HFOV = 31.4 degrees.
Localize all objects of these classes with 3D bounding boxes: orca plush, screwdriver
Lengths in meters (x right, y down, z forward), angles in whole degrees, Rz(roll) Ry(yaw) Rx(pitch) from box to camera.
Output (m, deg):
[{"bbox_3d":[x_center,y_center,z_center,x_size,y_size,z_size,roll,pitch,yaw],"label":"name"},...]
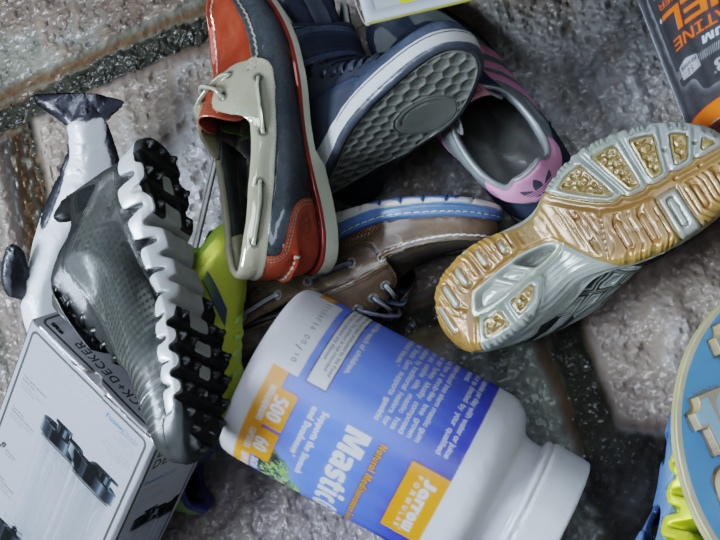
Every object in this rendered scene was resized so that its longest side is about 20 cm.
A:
[{"bbox_3d":[-0.210,-0.022,0.892,0.071,0.105,0.200,7,106,56],"label":"orca plush"},{"bbox_3d":[-0.099,-0.081,0.899,0.028,0.029,0.200,8,84,19],"label":"screwdriver"}]

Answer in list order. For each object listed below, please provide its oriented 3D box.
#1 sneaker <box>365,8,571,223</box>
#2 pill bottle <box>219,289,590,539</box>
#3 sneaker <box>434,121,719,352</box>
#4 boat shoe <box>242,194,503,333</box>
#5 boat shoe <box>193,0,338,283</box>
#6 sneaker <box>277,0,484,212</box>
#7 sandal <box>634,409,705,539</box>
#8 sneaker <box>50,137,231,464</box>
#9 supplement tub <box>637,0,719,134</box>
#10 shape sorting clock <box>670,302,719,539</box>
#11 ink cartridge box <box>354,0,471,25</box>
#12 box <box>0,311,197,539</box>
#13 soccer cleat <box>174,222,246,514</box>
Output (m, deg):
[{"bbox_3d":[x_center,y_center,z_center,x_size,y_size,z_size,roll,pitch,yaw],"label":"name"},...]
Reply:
[{"bbox_3d":[0.067,-0.116,0.820,0.070,0.082,0.200,-43,69,5],"label":"sneaker"},{"bbox_3d":[0.028,0.103,0.758,0.200,0.112,0.112,28,87,7],"label":"pill bottle"},{"bbox_3d":[0.138,-0.020,0.763,0.200,0.088,0.076,-32,71,24],"label":"sneaker"},{"bbox_3d":[0.000,0.000,0.828,0.200,0.072,0.072,-11,79,25],"label":"boat shoe"},{"bbox_3d":[-0.068,-0.088,0.780,0.063,0.071,0.200,-6,74,-28],"label":"boat shoe"},{"bbox_3d":[-0.006,-0.134,0.808,0.202,0.077,0.146,-42,56,51],"label":"sneaker"},{"bbox_3d":[0.188,0.137,0.728,0.079,0.087,0.200,29,67,-5],"label":"sandal"},{"bbox_3d":[-0.133,0.025,0.742,0.090,0.066,0.200,-23,65,16],"label":"sneaker"},{"bbox_3d":[0.234,-0.129,0.758,0.107,0.107,0.200,-21,72,12],"label":"supplement tub"},{"bbox_3d":[0.262,0.093,0.694,0.200,0.039,0.200,4,70,-12],"label":"shape sorting clock"},{"bbox_3d":[0.108,-0.214,0.782,0.200,0.198,0.047,-8,114,16],"label":"ink cartridge box"},{"bbox_3d":[-0.176,0.132,0.804,0.117,0.060,0.200,39,122,22],"label":"box"},{"bbox_3d":[-0.098,0.065,0.820,0.084,0.065,0.200,24,109,11],"label":"soccer cleat"}]
